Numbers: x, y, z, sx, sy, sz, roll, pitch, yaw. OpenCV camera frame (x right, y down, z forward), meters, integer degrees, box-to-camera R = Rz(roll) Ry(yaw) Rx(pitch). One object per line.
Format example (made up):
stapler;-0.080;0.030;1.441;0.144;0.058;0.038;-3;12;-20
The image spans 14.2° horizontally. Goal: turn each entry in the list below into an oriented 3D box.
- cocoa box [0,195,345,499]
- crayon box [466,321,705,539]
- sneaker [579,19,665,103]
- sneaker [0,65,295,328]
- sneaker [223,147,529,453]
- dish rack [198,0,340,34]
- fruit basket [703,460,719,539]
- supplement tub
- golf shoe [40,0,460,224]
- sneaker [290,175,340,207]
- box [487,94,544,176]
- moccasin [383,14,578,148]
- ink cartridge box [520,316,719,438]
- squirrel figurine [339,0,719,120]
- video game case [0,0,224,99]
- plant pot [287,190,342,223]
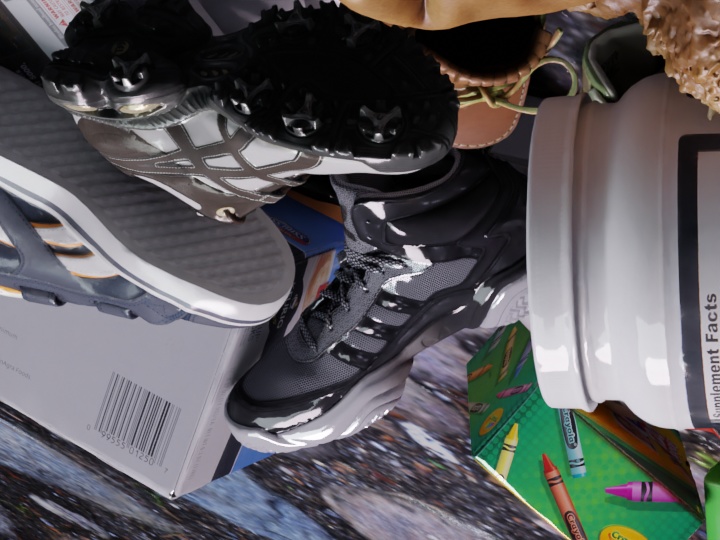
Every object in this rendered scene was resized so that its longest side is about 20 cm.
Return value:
cocoa box;-0.124;0.006;1.505;0.199;0.134;0.131;27;-162;20
crayon box;0.122;0.093;1.614;0.119;0.058;0.200;40;-169;-8
sneaker;0.125;-0.075;1.255;0.090;0.067;0.200;38;157;-26
sneaker;-0.124;-0.021;1.330;0.199;0.078;0.080;31;133;10
sneaker;0.000;0.000;1.383;0.114;0.200;0.076;50;-167;-35
dish rack;-0.076;-0.149;1.327;0.171;0.044;0.200;34;164;-21
fruit basket;0.292;0.172;1.552;0.215;0.156;0.216;31;153;18
supplement tub;0.171;-0.009;1.127;0.199;0.141;0.140;-1;157;11
golf shoe;-0.038;-0.064;1.244;0.199;0.078;0.095;14;145;31
sneaker;-0.059;-0.087;1.484;0.199;0.070;0.100;21;-177;-2
box;0.179;-0.014;1.392;0.199;0.041;0.156;16;160;42
moccasin;0.051;-0.104;1.229;0.073;0.078;0.202;-10;154;-9
ink cartridge box;0.122;0.042;1.484;0.163;0.057;0.200;44;-169;-52
squirrel figurine;0.114;-0.135;1.018;0.186;0.142;0.200;6;169;31
video game case;-0.164;-0.126;1.313;0.181;0.023;0.200;-13;129;38
plant pot;-0.048;-0.001;1.645;0.199;0.140;0.200;27;164;9
